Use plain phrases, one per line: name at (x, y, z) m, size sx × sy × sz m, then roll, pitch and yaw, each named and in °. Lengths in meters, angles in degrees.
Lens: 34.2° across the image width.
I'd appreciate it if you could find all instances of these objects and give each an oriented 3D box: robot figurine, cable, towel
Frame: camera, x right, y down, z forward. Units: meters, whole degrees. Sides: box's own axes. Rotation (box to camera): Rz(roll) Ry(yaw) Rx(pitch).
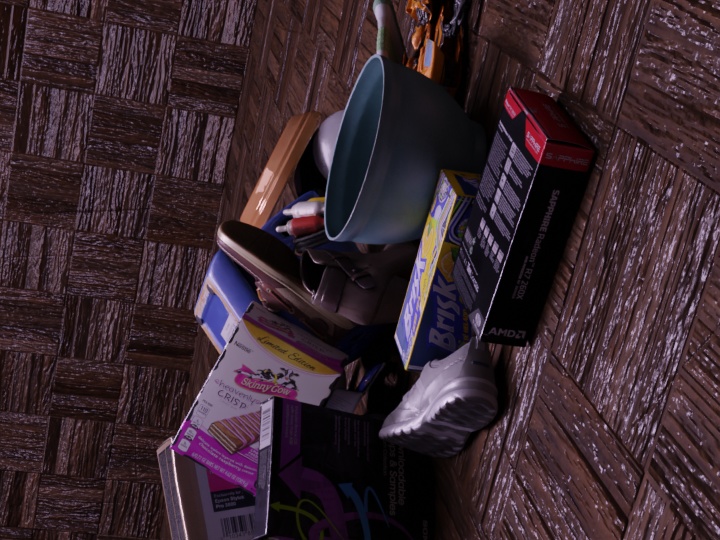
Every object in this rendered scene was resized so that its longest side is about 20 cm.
robot figurine at (-0.019, -0.137, 1.590) m, size 0.200 × 0.124 × 0.151 m, roll 130°, pitch 142°, yaw -65°
robot figurine at (0.084, -0.259, 1.370) m, size 0.145 × 0.058 × 0.201 m, roll -177°, pitch 95°, yaw -76°
cable at (-0.010, -0.070, 1.386) m, size 0.050 × 0.199 × 0.097 m, roll 64°, pitch -148°, yaw -19°
towel at (0.033, -0.225, 1.471) m, size 0.149 × 0.031 × 0.201 m, roll 65°, pitch -155°, yaw -58°

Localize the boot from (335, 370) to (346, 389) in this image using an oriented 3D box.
boot at (-0.043, 0.229, 1.619) m, size 0.132 × 0.069 × 0.201 m, roll -114°, pitch 23°, yaw -59°

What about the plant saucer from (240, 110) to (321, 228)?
plant saucer at (-0.113, -0.131, 1.586) m, size 0.201 × 0.037 × 0.200 m, roll -63°, pitch 5°, yaw 11°

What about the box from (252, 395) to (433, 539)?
box at (-0.013, 0.219, 1.210) m, size 0.036 × 0.199 × 0.144 m, roll -33°, pitch 48°, yaw 49°

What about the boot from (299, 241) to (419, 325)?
boot at (0.000, 0.000, 1.379) m, size 0.200 × 0.146 × 0.071 m, roll -113°, pitch 38°, yaw -63°

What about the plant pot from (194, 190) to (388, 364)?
plant pot at (-0.097, 0.047, 1.516) m, size 0.200 × 0.179 × 0.200 m, roll 55°, pitch 154°, yaw 11°

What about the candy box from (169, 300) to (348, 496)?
candy box at (-0.121, 0.156, 1.390) m, size 0.201 × 0.136 × 0.061 m, roll -60°, pitch 2°, yaw 20°

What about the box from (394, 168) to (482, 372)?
box at (0.092, 0.005, 1.186) m, size 0.070 × 0.064 × 0.201 m, roll -109°, pitch 29°, yaw -61°

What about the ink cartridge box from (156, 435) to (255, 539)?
ink cartridge box at (-0.155, 0.293, 1.554) m, size 0.075 × 0.199 × 0.166 m, roll -43°, pitch 57°, yaw 58°

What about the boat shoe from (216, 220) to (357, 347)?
boat shoe at (-0.095, 0.020, 1.386) m, size 0.072 × 0.200 × 0.072 m, roll -51°, pitch 11°, yaw 24°

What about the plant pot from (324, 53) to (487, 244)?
plant pot at (0.053, -0.115, 1.251) m, size 0.200 × 0.134 × 0.201 m, roll -167°, pitch 90°, yaw -76°

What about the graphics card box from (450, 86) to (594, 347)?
graphics card box at (0.140, -0.047, 1.050) m, size 0.126 × 0.051 × 0.201 m, roll -108°, pitch 31°, yaw -60°

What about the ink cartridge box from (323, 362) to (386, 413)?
ink cartridge box at (-0.042, 0.194, 1.453) m, size 0.201 × 0.040 × 0.200 m, roll -60°, pitch 1°, yaw -8°

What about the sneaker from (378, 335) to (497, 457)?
sneaker at (0.084, 0.129, 1.167) m, size 0.200 × 0.074 × 0.082 m, roll -41°, pitch 32°, yaw 55°

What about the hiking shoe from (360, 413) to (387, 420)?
hiking shoe at (-0.007, 0.267, 1.405) m, size 0.101 × 0.075 × 0.201 m, roll -93°, pitch 18°, yaw -53°
